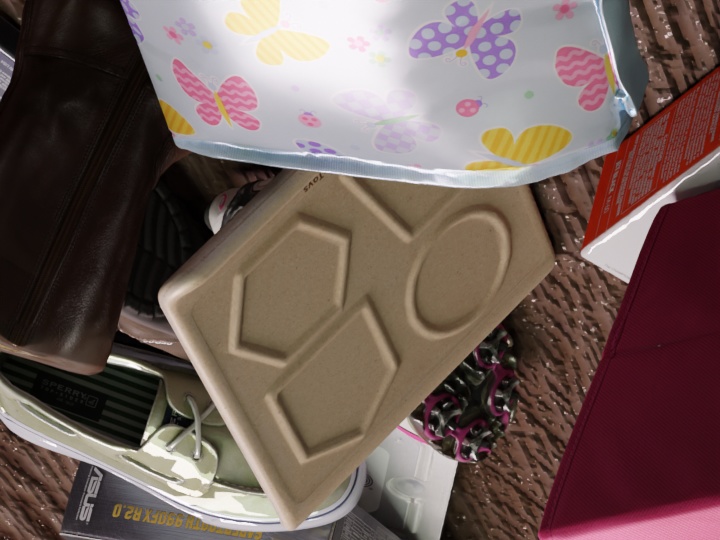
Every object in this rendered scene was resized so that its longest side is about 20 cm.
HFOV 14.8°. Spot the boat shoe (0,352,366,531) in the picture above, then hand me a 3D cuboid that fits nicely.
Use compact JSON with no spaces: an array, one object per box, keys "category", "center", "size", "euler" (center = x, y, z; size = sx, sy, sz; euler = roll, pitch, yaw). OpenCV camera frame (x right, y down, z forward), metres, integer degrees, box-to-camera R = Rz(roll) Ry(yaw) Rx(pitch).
[{"category":"boat shoe","center":[-0.095,0.081,1.382],"size":[0.199,0.072,0.062],"euler":[14,168,6]}]

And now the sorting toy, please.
[{"category":"sorting toy","center":[0.000,0.000,1.233],"size":[0.036,0.185,0.200],"euler":[34,159,34]}]

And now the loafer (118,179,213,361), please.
[{"category":"loafer","center":[-0.110,0.004,1.340],"size":[0.071,0.073,0.200],"euler":[-9,147,38]}]

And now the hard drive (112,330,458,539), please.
[{"category":"hard drive","center":[-0.045,0.084,1.473],"size":[0.199,0.038,0.140],"euler":[14,146,2]}]

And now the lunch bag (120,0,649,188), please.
[{"category":"lunch bag","center":[0.010,-0.127,1.082],"size":[0.199,0.127,0.170],"euler":[9,144,26]}]

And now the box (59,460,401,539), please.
[{"category":"box","center":[-0.048,0.161,1.511],"size":[0.158,0.048,0.200],"euler":[7,162,25]}]

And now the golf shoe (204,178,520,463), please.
[{"category":"golf shoe","center":[0.005,0.020,1.347],"size":[0.092,0.073,0.200],"euler":[16,154,48]}]

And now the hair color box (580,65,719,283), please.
[{"category":"hair color box","center":[0.196,-0.045,1.175],"size":[0.111,0.064,0.200],"euler":[30,144,-17]}]

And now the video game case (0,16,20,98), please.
[{"category":"video game case","center":[-0.221,-0.072,1.340],"size":[0.143,0.019,0.200],"euler":[38,140,-29]}]

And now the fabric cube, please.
[{"category":"fabric cube","center":[0.223,0.076,1.087],"size":[0.199,0.200,0.196],"euler":[-19,124,38]}]

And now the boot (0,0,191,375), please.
[{"category":"boot","center":[-0.089,-0.024,1.194],"size":[0.186,0.200,0.064],"euler":[27,144,-16]}]
